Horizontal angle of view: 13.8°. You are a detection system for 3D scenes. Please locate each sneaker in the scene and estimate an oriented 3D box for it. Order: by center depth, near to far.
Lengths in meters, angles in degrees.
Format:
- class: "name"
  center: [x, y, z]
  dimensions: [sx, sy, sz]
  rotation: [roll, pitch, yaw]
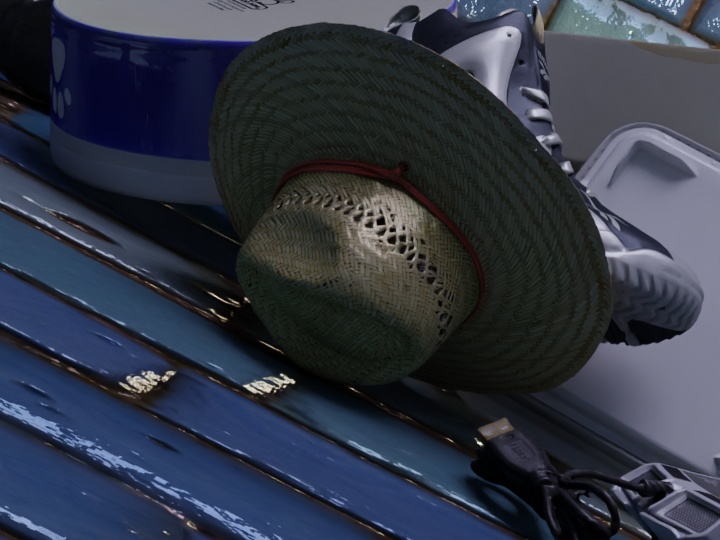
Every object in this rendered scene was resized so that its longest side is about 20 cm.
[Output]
- class: "sneaker"
  center: [0.078, -0.056, 1.323]
  dimensions: [0.199, 0.130, 0.080]
  rotation: [21, -25, 21]
- class: "sneaker"
  center: [-0.100, -0.092, 1.585]
  dimensions: [0.200, 0.076, 0.116]
  rotation: [21, 13, -40]

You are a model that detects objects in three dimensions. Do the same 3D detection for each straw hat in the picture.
- class: "straw hat"
  center: [0.000, 0.000, 1.254]
  dimensions: [0.201, 0.201, 0.085]
  rotation: [29, 49, 13]

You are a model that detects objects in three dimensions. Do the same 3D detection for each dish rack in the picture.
- class: "dish rack"
  center: [0.155, 0.025, 1.336]
  dimensions: [0.200, 0.172, 0.044]
  rotation: [29, -20, 22]

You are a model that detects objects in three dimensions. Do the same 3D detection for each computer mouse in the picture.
- class: "computer mouse"
  center: [0.139, 0.110, 1.209]
  dimensions: [0.200, 0.044, 0.110]
  rotation: [16, 8, -29]

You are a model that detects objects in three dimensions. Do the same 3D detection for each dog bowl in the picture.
- class: "dog bowl"
  center: [-0.051, -0.094, 1.444]
  dimensions: [0.200, 0.079, 0.200]
  rotation: [0, 17, 0]

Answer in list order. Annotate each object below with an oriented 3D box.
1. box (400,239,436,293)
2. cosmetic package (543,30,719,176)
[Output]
- class: "box"
  center: [0.071, 0.006, 1.518]
  dimensions: [0.200, 0.075, 0.100]
  rotation: [27, 8, -10]
- class: "cosmetic package"
  center: [0.171, -0.060, 1.469]
  dimensions: [0.200, 0.073, 0.104]
  rotation: [11, -16, 31]
